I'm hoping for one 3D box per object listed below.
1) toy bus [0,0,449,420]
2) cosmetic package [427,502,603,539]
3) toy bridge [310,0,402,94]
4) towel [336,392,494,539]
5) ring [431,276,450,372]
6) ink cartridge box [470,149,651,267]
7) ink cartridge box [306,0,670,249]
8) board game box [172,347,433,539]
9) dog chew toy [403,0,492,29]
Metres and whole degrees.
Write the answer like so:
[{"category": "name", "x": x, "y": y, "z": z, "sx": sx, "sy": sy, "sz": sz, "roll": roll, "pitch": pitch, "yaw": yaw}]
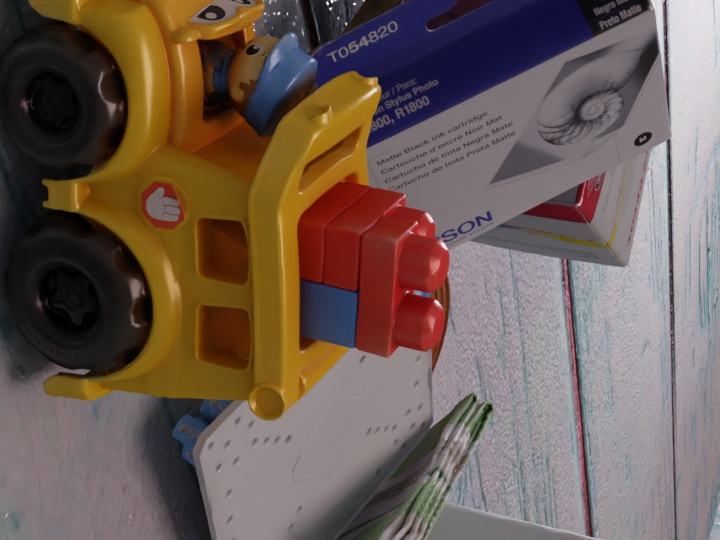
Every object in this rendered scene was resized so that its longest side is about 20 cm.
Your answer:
[{"category": "toy bus", "x": -0.047, "y": -0.038, "z": 0.731, "sx": 0.136, "sy": 0.190, "sz": 0.203, "roll": -39, "pitch": 134, "yaw": -57}, {"category": "cosmetic package", "x": 0.070, "y": 0.284, "z": 1.179, "sx": 0.168, "sy": 0.198, "sz": 0.168, "roll": -58, "pitch": 151, "yaw": -44}, {"category": "toy bridge", "x": 0.011, "y": -0.190, "z": 0.967, "sx": 0.067, "sy": 0.027, "sz": 0.202, "roll": 1, "pitch": 111, "yaw": -59}, {"category": "towel", "x": 0.002, "y": 0.164, "z": 1.079, "sx": 0.031, "sy": 0.149, "sz": 0.200, "roll": 48, "pitch": 35, "yaw": -8}, {"category": "ring", "x": -0.012, "y": 0.070, "z": 1.044, "sx": 0.200, "sy": 0.019, "sz": 0.202, "roll": -38, "pitch": 146, "yaw": -32}, {"category": "ink cartridge box", "x": 0.127, "y": -0.101, "z": 1.225, "sx": 0.200, "sy": 0.143, "sz": 0.147, "roll": 35, "pitch": 67, "yaw": -67}, {"category": "ink cartridge box", "x": 0.083, "y": -0.099, "z": 0.987, "sx": 0.041, "sy": 0.198, "sz": 0.200, "roll": 65, "pitch": 2, "yaw": 32}, {"category": "board game box", "x": -0.026, "y": 0.092, "z": 0.985, "sx": 0.200, "sy": 0.026, "sz": 0.201, "roll": -46, "pitch": 149, "yaw": -30}, {"category": "dog chew toy", "x": 0.091, "y": -0.183, "z": 1.017, "sx": 0.201, "sy": 0.123, "sz": 0.126, "roll": 99, "pitch": 12, "yaw": -62}]
